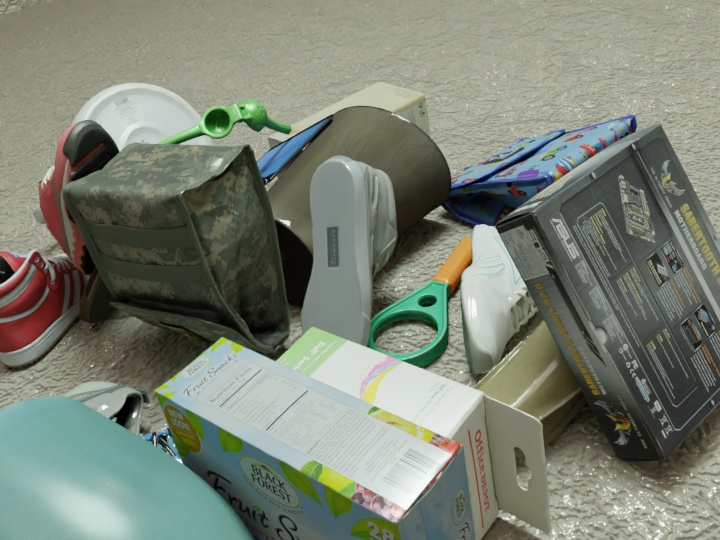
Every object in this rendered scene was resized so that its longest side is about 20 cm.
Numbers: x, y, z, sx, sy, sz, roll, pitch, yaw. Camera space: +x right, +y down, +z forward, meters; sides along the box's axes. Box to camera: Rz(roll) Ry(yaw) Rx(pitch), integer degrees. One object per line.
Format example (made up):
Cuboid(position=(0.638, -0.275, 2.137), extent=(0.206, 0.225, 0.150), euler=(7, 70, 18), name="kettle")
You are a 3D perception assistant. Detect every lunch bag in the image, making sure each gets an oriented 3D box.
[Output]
Cuboid(position=(-0.162, -0.009, 0.767), extent=(0.162, 0.203, 0.118), euler=(8, 37, 34), name="lunch bag")
Cuboid(position=(0.190, -0.100, 0.908), extent=(0.150, 0.095, 0.199), euler=(-33, 26, -27), name="lunch bag")

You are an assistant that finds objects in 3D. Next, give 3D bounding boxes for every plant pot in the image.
Cuboid(position=(-0.149, 0.195, 0.470), extent=(0.158, 0.203, 0.201), euler=(16, 41, 20), name="plant pot")

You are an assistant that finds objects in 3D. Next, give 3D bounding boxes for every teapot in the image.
Cuboid(position=(-0.290, -0.129, 1.042), extent=(0.146, 0.197, 0.201), euler=(-27, 49, 59), name="teapot")

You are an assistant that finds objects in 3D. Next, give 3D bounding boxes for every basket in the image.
Cuboid(position=(-0.026, -0.067, 0.876), extent=(0.178, 0.138, 0.200), euler=(18, 47, 29), name="basket")

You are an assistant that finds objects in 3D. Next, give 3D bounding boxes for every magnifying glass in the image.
Cuboid(position=(0.070, 0.028, 0.796), extent=(0.078, 0.023, 0.200), euler=(10, 38, 31), name="magnifying glass")

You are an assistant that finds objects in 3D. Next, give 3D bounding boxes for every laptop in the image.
Cuboid(position=(-0.159, -0.135, 0.923), extent=(0.197, 0.105, 0.176), euler=(13, -13, -30), name="laptop")

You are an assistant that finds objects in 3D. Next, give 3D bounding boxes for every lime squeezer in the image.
Cuboid(position=(-0.148, -0.162, 0.902), extent=(0.198, 0.038, 0.070), euler=(-19, 4, -36), name="lime squeezer")

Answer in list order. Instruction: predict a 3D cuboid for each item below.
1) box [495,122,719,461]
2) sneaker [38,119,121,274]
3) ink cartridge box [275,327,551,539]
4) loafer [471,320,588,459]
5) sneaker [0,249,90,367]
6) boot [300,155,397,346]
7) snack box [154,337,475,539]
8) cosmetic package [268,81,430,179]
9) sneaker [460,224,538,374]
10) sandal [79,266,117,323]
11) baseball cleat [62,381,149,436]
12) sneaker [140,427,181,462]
Cuboid(position=(0.210, 0.013, 0.614), extent=(0.157, 0.202, 0.048), euler=(-32, 5, -29), name="box")
Cuboid(position=(-0.295, -0.078, 0.818), extent=(0.086, 0.201, 0.074), euler=(34, 51, 11), name="sneaker")
Cuboid(position=(0.029, 0.129, 0.568), extent=(0.198, 0.119, 0.067), euler=(16, 43, 38), name="ink cartridge box")
Cuboid(position=(0.152, 0.078, 0.650), extent=(0.198, 0.068, 0.076), euler=(-29, 35, -24), name="loafer")
Cuboid(position=(-0.346, -0.001, 0.895), extent=(0.070, 0.114, 0.201), euler=(-1, 34, 15), name="sneaker")
Cuboid(position=(0.000, 0.000, 0.757), extent=(0.073, 0.204, 0.095), euler=(4, 2, 33), name="boot")
Cuboid(position=(-0.024, 0.151, 0.505), extent=(0.198, 0.171, 0.068), euler=(17, 41, 37), name="snack box")
Cuboid(position=(-0.012, -0.174, 1.082), extent=(0.199, 0.074, 0.103), euler=(-32, 38, -29), name="cosmetic package")
Cuboid(position=(0.135, 0.017, 0.747), extent=(0.079, 0.071, 0.201), euler=(1, 35, 15), name="sneaker")
Cuboid(position=(-0.229, -0.005, 0.916), extent=(0.054, 0.083, 0.199), euler=(33, 44, 21), name="sandal")
Cuboid(position=(-0.255, 0.155, 0.659), extent=(0.105, 0.071, 0.200), euler=(-6, 30, 39), name="baseball cleat")
Cuboid(position=(-0.177, 0.157, 0.621), extent=(0.198, 0.091, 0.078), euler=(-27, 35, -22), name="sneaker")
